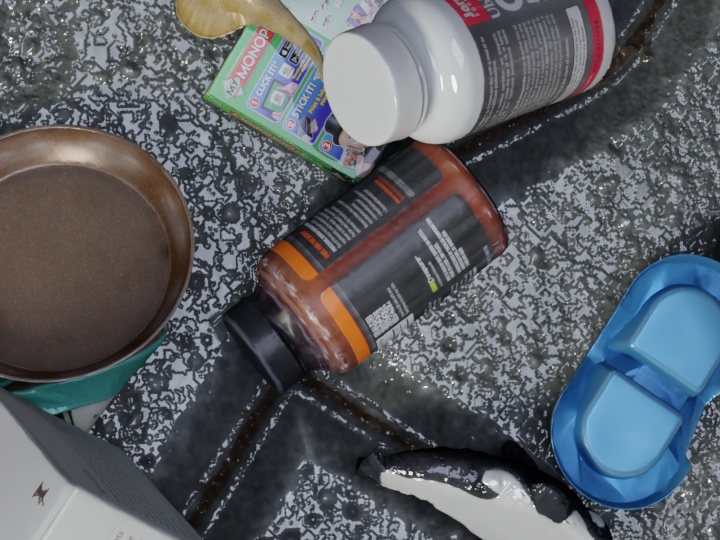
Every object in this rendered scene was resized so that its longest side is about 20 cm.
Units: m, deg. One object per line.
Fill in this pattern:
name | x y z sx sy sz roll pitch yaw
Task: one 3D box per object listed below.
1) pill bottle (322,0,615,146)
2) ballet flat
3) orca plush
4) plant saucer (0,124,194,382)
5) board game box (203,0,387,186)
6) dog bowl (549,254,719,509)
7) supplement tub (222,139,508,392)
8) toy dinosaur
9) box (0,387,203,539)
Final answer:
pill bottle | 0.075 -0.153 1.548 0.200 0.111 0.111 -22 91 -34
ballet flat | -0.229 0.092 1.550 0.200 0.067 0.071 -18 115 -10
orca plush | 0.095 0.159 1.604 0.200 0.105 0.071 13 46 4
plant saucer | -0.214 -0.008 1.534 0.200 0.035 0.201 -1 64 1
board game box | -0.008 -0.179 1.610 0.134 0.029 0.200 31 83 -6
dog bowl | 0.213 0.082 1.625 0.111 0.050 0.200 34 82 -7
supplement tub | 0.000 0.000 1.564 0.200 0.107 0.107 -37 93 -9
toy dinosaur | -0.087 -0.210 1.578 0.200 0.058 0.101 27 93 15
box | -0.224 0.209 1.442 0.131 0.200 0.199 33 91 -33
